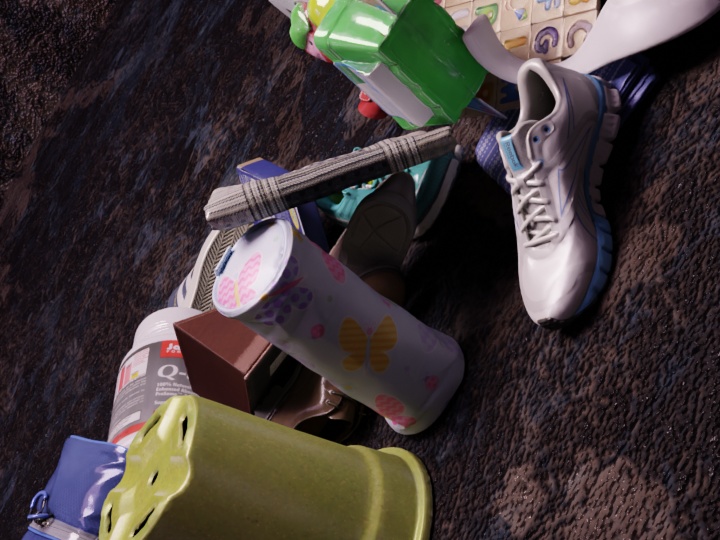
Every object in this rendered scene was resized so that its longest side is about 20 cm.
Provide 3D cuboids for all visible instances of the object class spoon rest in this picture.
[{"bbox_3d":[0.176,-0.176,1.156,0.200,0.061,0.099,-7,30,34],"label":"spoon rest"}]

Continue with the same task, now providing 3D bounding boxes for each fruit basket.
[{"bbox_3d":[-0.001,-0.180,1.258,0.200,0.185,0.094,16,73,47],"label":"fruit basket"}]

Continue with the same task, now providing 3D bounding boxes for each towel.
[{"bbox_3d":[0.156,-0.121,1.236,0.145,0.024,0.200,-58,20,11],"label":"towel"},{"bbox_3d":[-0.024,-0.076,1.211,0.192,0.035,0.200,-19,3,0],"label":"towel"}]

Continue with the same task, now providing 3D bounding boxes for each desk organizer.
[{"bbox_3d":[-0.101,0.072,1.338,0.072,0.077,0.200,-53,-11,-17],"label":"desk organizer"}]

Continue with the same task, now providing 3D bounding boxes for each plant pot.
[{"bbox_3d":[-0.080,0.185,1.146,0.200,0.184,0.200,-47,26,31],"label":"plant pot"}]

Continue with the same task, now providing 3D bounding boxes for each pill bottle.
[{"bbox_3d":[-0.180,0.133,1.517,0.116,0.116,0.200,-48,26,29],"label":"pill bottle"}]

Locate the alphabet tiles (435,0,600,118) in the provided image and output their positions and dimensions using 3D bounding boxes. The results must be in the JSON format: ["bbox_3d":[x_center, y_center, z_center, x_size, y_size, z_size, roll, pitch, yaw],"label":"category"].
[{"bbox_3d":[0.116,-0.208,1.276,0.200,0.006,0.167,-5,75,47],"label":"alphabet tiles"}]

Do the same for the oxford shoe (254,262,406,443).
[{"bbox_3d":[-0.013,0.088,1.292,0.200,0.073,0.084,-61,36,9],"label":"oxford shoe"}]

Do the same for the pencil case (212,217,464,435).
[{"bbox_3d":[-0.014,0.042,1.164,0.083,0.200,0.091,-56,32,-3],"label":"pencil case"}]

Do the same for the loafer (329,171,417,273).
[{"bbox_3d":[0.000,0.000,1.347,0.200,0.072,0.063,-60,4,38],"label":"loafer"}]

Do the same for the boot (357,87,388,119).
[{"bbox_3d":[0.042,-0.212,1.476,0.144,0.072,0.200,-63,-2,-3],"label":"boot"}]

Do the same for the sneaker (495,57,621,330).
[{"bbox_3d":[0.126,-0.057,1.101,0.075,0.087,0.200,-20,56,45],"label":"sneaker"}]

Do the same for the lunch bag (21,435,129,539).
[{"bbox_3d":[-0.183,0.227,1.298,0.136,0.200,0.132,-1,64,59],"label":"lunch bag"}]

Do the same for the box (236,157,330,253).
[{"bbox_3d":[-0.062,-0.033,1.479,0.032,0.121,0.200,-20,17,-13],"label":"box"}]

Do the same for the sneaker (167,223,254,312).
[{"bbox_3d":[-0.161,0.014,1.676,0.200,0.075,0.085,-63,26,-5],"label":"sneaker"}]

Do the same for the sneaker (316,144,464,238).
[{"bbox_3d":[0.020,-0.071,1.383,0.200,0.080,0.078,-19,46,57],"label":"sneaker"}]

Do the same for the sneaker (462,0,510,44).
[{"bbox_3d":[0.092,-0.186,1.360,0.200,0.078,0.099,-38,33,60],"label":"sneaker"}]
